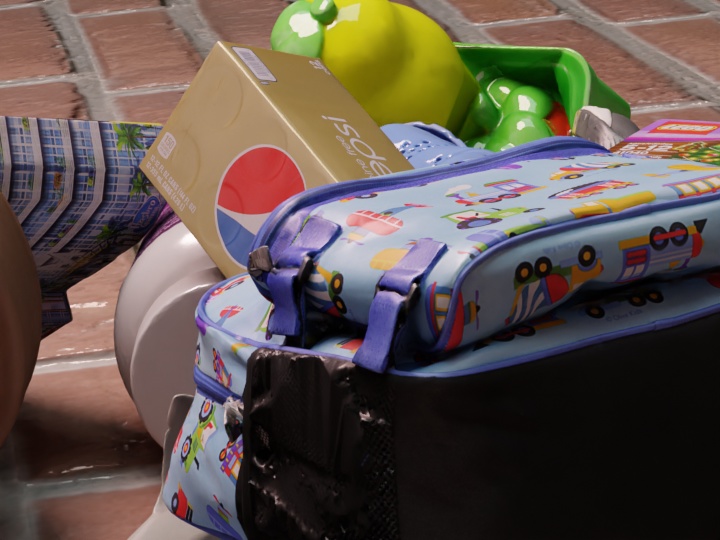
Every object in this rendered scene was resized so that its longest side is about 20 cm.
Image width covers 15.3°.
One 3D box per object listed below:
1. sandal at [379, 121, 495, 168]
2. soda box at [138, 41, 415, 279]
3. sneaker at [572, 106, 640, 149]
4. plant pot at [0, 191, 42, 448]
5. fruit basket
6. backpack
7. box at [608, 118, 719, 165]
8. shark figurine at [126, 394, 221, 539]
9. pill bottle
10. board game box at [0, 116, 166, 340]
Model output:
[{"bbox_3d":[0.029,-0.027,1.167,0.079,0.087,0.200,-38,-3,-3],"label":"sandal"},{"bbox_3d":[0.000,0.000,1.046,0.064,0.068,0.200,6,37,-49],"label":"soda box"},{"bbox_3d":[0.135,-0.018,1.214,0.084,0.075,0.200,7,-16,11],"label":"sneaker"},{"bbox_3d":[-0.232,0.050,1.015,0.199,0.201,0.175,-2,31,7],"label":"plant pot"},{"bbox_3d":[0.022,-0.061,1.368,0.214,0.157,0.216,4,2,0],"label":"fruit basket"},{"bbox_3d":[0.032,0.033,0.834,0.182,0.136,0.200,-11,13,-28],"label":"backpack"},{"bbox_3d":[0.182,-0.022,1.027,0.199,0.039,0.137,5,17,27],"label":"box"},{"bbox_3d":[-0.063,0.093,0.959,0.127,0.090,0.214,3,15,31],"label":"shark figurine"},{"bbox_3d":[-0.050,0.019,1.180,0.111,0.113,0.200,-3,15,3],"label":"pill bottle"},{"bbox_3d":[-0.212,-0.002,1.159,0.199,0.062,0.200,-1,-21,-42],"label":"board game box"}]
